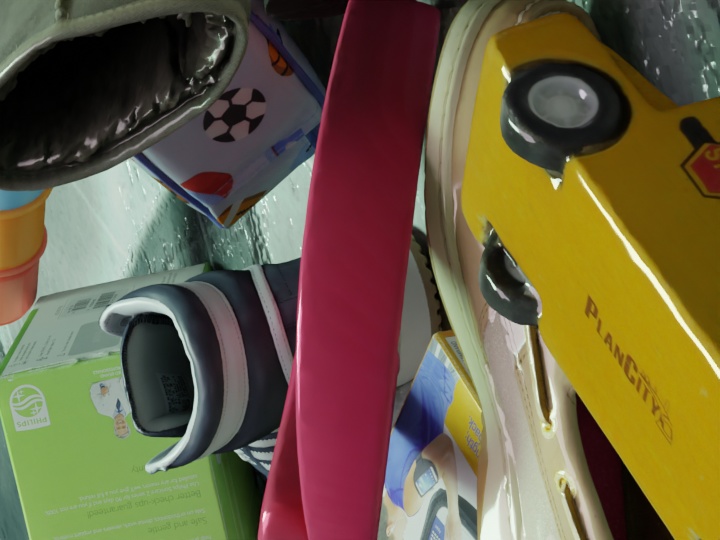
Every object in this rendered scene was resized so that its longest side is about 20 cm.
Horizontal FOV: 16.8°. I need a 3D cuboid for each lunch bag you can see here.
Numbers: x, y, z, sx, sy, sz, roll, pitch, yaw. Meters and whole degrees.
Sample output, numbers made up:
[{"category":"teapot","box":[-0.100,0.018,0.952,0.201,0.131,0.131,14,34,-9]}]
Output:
[{"category":"lunch bag","box":[-0.091,-0.117,0.860,0.161,0.075,0.200,59,-176,40]}]

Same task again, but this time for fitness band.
[{"category":"fitness band","box":[0.000,0.000,0.736,0.200,0.037,0.145,-82,1,-62]}]

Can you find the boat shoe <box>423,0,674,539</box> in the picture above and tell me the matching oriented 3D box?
[{"category":"boat shoe","box":[0.068,0.020,0.661,0.069,0.073,0.202,-8,90,47]}]

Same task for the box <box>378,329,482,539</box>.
[{"category":"box","box":[0.033,0.130,0.801,0.119,0.041,0.201,57,138,38]}]

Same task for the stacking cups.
[{"category":"stacking cups","box":[-0.155,-0.052,1.024,0.061,0.060,0.201,58,151,37]}]

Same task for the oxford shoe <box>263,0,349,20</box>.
[{"category":"oxford shoe","box":[0.001,-0.142,0.701,0.200,0.072,0.085,144,115,-67]}]

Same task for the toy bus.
[{"category":"toy bus","box":[0.096,0.022,0.559,0.065,0.078,0.201,95,152,-47]}]

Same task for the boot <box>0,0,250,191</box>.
[{"category":"boot","box":[-0.049,-0.141,0.653,0.182,0.072,0.201,-40,36,35]}]

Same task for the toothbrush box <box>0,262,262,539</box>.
[{"category":"toothbrush box","box":[-0.087,0.114,1.046,0.146,0.085,0.202,-89,-13,-77]}]

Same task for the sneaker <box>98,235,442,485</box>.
[{"category":"sneaker","box":[-0.046,0.047,0.914,0.200,0.108,0.071,120,131,-64]}]
